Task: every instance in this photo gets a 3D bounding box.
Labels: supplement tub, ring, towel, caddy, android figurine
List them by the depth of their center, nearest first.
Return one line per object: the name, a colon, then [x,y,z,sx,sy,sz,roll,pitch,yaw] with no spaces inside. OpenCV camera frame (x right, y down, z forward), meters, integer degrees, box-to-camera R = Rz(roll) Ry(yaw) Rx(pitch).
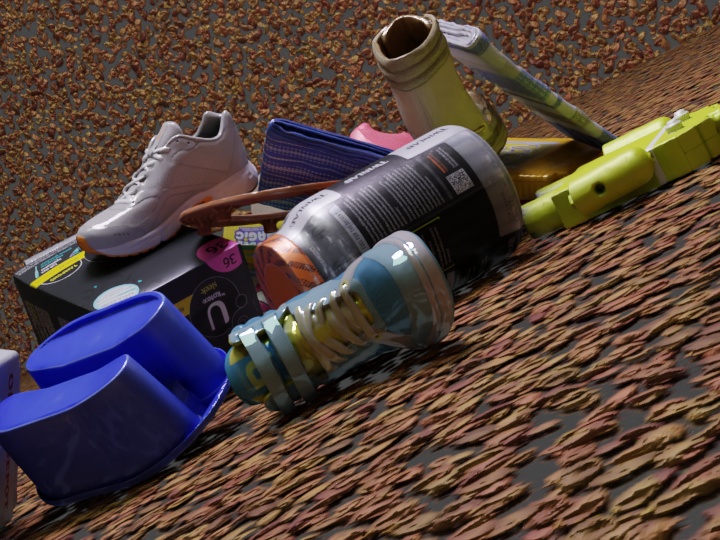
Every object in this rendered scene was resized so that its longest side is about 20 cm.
caddy: [-0.186,0.105,1.073,0.199,0.105,0.142,-19,29,37]
supplement tub: [0.022,-0.023,1.123,0.199,0.123,0.122,-29,5,-23]
android figurine: [0.229,-0.089,1.164,0.199,0.041,0.182,-28,4,27]
ring: [-0.060,-0.053,1.237,0.198,0.019,0.200,-8,-4,0]
towel: [0.158,-0.174,1.324,0.024,0.199,0.147,-57,19,4]
towel: [-0.026,-0.080,1.329,0.200,0.143,0.024,112,174,-71]

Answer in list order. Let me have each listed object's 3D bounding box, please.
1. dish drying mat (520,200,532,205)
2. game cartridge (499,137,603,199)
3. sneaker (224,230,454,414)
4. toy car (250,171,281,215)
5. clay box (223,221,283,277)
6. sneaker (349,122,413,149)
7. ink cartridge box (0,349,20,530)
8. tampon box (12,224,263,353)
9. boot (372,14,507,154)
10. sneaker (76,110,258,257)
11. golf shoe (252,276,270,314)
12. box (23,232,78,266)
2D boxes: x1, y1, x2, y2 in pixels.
dish drying mat: [0.111,-0.036,1.375,0.199,0.018,0.077,-28,8,-8]
game cartridge: [0.137,-0.103,1.381,0.198,0.033,0.176,1,16,30]
sneaker: [-0.021,0.044,0.938,0.130,0.080,0.200,-27,-5,-22]
toy car: [-0.022,-0.058,1.699,0.198,0.159,0.165,-5,-39,-35]
clay box: [-0.083,-0.017,1.497,0.113,0.048,0.200,1,-15,0]
sneaker: [0.073,-0.121,1.610,0.198,0.088,0.074,15,-39,-29]
ink cartridge box: [-0.329,0.147,1.063,0.082,0.148,0.200,4,7,4]
tampon box: [-0.205,0.043,1.315,0.149,0.127,0.199,-31,27,-29]
boot: [0.071,-0.164,1.276,0.072,0.156,0.201,-19,23,19]
sneaker: [-0.189,-0.086,1.312,0.075,0.093,0.199,13,37,45]
golf shoe: [-0.119,0.033,1.447,0.198,0.093,0.073,-25,-19,7]
box: [-0.258,0.048,1.507,0.140,0.201,0.079,-27,46,-15]
